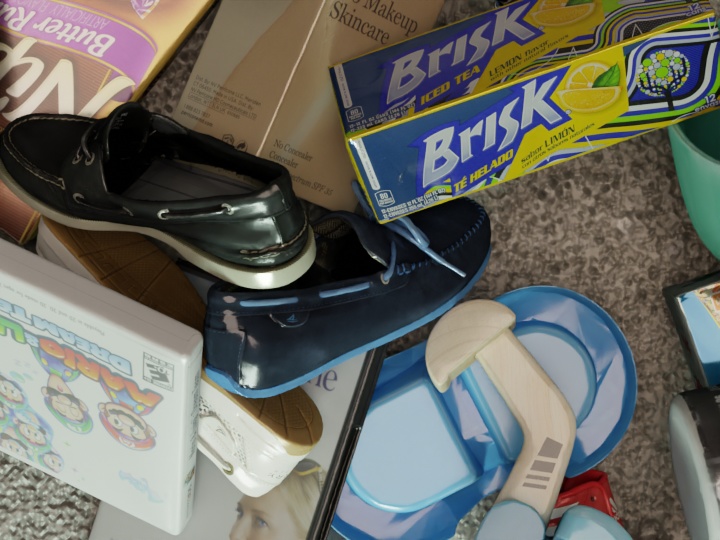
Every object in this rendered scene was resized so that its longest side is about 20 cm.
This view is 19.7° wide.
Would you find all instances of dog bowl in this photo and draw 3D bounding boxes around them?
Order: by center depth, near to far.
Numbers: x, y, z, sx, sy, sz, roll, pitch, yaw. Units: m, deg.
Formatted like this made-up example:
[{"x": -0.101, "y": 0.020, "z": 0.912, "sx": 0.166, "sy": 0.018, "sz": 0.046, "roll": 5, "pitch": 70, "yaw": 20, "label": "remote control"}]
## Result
[{"x": 0.061, "y": 0.083, "z": 1.194, "sx": 0.199, "sy": 0.050, "sz": 0.112, "roll": -27, "pitch": 93, "yaw": 1, "label": "dog bowl"}]

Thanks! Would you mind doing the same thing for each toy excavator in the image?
[{"x": 0.098, "y": 0.139, "z": 1.129, "sx": 0.194, "sy": 0.100, "sz": 0.201, "roll": 24, "pitch": 82, "yaw": 8, "label": "toy excavator"}]

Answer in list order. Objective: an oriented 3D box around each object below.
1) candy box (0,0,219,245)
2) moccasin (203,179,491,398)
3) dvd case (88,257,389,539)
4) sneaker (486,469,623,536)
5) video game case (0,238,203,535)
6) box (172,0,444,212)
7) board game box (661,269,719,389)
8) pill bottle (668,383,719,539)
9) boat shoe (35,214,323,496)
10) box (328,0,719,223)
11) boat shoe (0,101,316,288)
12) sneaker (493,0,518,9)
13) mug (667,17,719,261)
[{"x": -0.174, "y": -0.127, "z": 1.176, "sx": 0.117, "sy": 0.056, "sz": 0.200, "roll": 38, "pitch": 94, "yaw": -4, "label": "candy box"}, {"x": 0.000, "y": 0.000, "z": 1.116, "sx": 0.200, "sy": 0.080, "sz": 0.068, "roll": -34, "pitch": 125, "yaw": -39, "label": "moccasin"}, {"x": -0.075, "y": 0.109, "z": 1.178, "sx": 0.142, "sy": 0.018, "sz": 0.201, "roll": 19, "pitch": 93, "yaw": 27, "label": "dvd case"}, {"x": 0.159, "y": 0.181, "z": 1.188, "sx": 0.199, "sy": 0.078, "sz": 0.116, "roll": 11, "pitch": 94, "yaw": -3, "label": "sneaker"}, {"x": -0.178, "y": 0.051, "z": 1.117, "sx": 0.199, "sy": 0.182, "sz": 0.024, "roll": 24, "pitch": 54, "yaw": 11, "label": "video game case"}, {"x": -0.018, "y": -0.142, "z": 1.147, "sx": 0.078, "sy": 0.095, "sz": 0.201, "roll": 26, "pitch": 95, "yaw": 42, "label": "box"}, {"x": 0.292, "y": 0.048, "z": 1.189, "sx": 0.199, "sy": 0.064, "sz": 0.148, "roll": -20, "pitch": 94, "yaw": 2, "label": "board game box"}, {"x": 0.273, "y": 0.098, "z": 1.109, "sx": 0.199, "sy": 0.106, "sz": 0.107, "roll": -11, "pitch": 93, "yaw": -1, "label": "pill bottle"}, {"x": -0.114, "y": 0.047, "z": 1.143, "sx": 0.200, "sy": 0.071, "sz": 0.069, "roll": 44, "pitch": 119, "yaw": 10, "label": "boat shoe"}, {"x": 0.088, "y": -0.098, "z": 1.092, "sx": 0.199, "sy": 0.070, "sz": 0.064, "roll": -19, "pitch": 131, "yaw": 5, "label": "box"}, {"x": -0.113, "y": -0.054, "z": 1.084, "sx": 0.199, "sy": 0.066, "sz": 0.074, "roll": 26, "pitch": 51, "yaw": 29, "label": "boat shoe"}, {"x": 0.105, "y": -0.142, "z": 1.142, "sx": 0.200, "sy": 0.079, "sz": 0.089, "roll": 29, "pitch": 102, "yaw": -31, "label": "sneaker"}, {"x": 0.255, "y": -0.073, "z": 1.130, "sx": 0.152, "sy": 0.115, "sz": 0.185, "roll": 14, "pitch": 52, "yaw": 32, "label": "mug"}]
